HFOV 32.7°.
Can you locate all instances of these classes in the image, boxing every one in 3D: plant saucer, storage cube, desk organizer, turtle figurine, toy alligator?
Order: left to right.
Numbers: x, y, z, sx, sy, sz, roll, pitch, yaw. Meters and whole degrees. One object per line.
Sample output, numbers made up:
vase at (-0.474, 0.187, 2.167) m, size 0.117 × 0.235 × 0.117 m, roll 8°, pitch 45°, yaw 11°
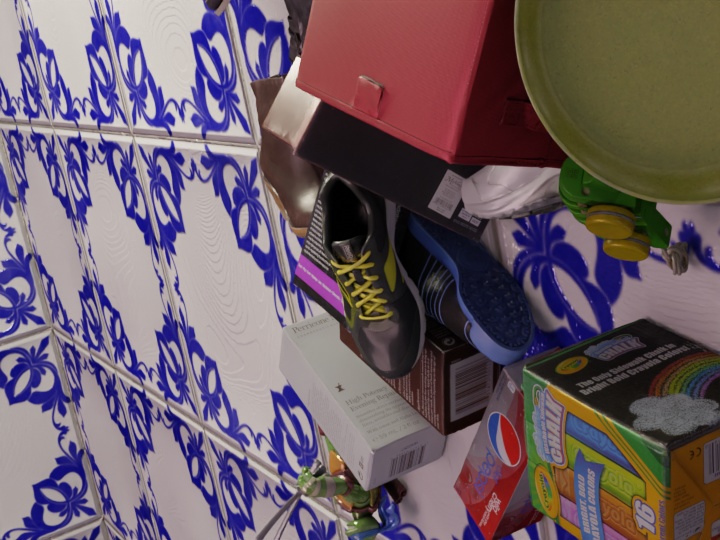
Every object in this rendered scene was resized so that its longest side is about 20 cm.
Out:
turtle figurine at (-0.057, 0.225, 1.426) m, size 0.198 × 0.144 × 0.196 m, roll -13°, pitch 73°, yaw 23°
desk organizer at (0.024, -0.100, 1.015) m, size 0.072 × 0.199 × 0.077 m, roll -62°, pitch 34°, yaw 7°
storage cube at (0.084, -0.179, 0.807) m, size 0.200 × 0.170 × 0.181 m, roll 34°, pitch 117°, yaw 46°
toy alligator at (0.169, -0.037, 0.806) m, size 0.054 × 0.200 × 0.060 m, roll 6°, pitch 74°, yaw 28°
plant saucer at (0.183, -0.138, 0.697) m, size 0.031 × 0.198 × 0.202 m, roll -133°, pitch 27°, yaw -84°

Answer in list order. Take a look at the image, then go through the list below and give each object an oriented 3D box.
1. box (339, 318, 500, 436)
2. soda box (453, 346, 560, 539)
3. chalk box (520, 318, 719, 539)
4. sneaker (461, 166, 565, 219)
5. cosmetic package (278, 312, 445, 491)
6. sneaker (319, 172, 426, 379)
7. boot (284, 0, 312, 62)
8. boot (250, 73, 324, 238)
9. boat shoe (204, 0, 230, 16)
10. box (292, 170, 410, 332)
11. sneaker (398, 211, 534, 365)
box at (0.054, 0.064, 1.210) m, size 0.200 × 0.074 × 0.101 m, roll 38°, pitch 139°, yaw 47°
soda box at (0.145, 0.160, 1.097) m, size 0.070 × 0.063 × 0.201 m, roll 56°, pitch 151°, yaw 31°
chalk box at (0.200, 0.124, 0.896) m, size 0.200 × 0.124 × 0.125 m, roll 30°, pitch 132°, yaw 56°
sneaker at (0.143, -0.098, 0.938) m, size 0.199 × 0.077 × 0.100 m, roll -19°, pitch 83°, yaw 56°
cosmetic package at (0.000, 0.132, 1.332) m, size 0.200 × 0.101 × 0.074 m, roll 50°, pitch 146°, yaw 36°
sneaker at (0.000, 0.000, 1.075) m, size 0.074 × 0.085 × 0.202 m, roll -14°, pitch 89°, yaw 22°
boot at (-0.033, -0.266, 1.187) m, size 0.200 × 0.069 × 0.133 m, roll -155°, pitch 50°, yaw -72°
boot at (-0.066, -0.127, 1.323) m, size 0.200 × 0.072 × 0.168 m, roll 20°, pitch 126°, yaw 63°
boat shoe at (-0.123, -0.353, 1.224) m, size 0.073 × 0.062 × 0.201 m, roll -85°, pitch 20°, yaw -60°
box at (0.000, -0.057, 1.178) m, size 0.143 × 0.036 × 0.202 m, roll 37°, pitch 115°, yaw 59°
sneaker at (0.089, 0.024, 1.110) m, size 0.201 × 0.070 × 0.078 m, roll 61°, pitch 144°, yaw 42°
